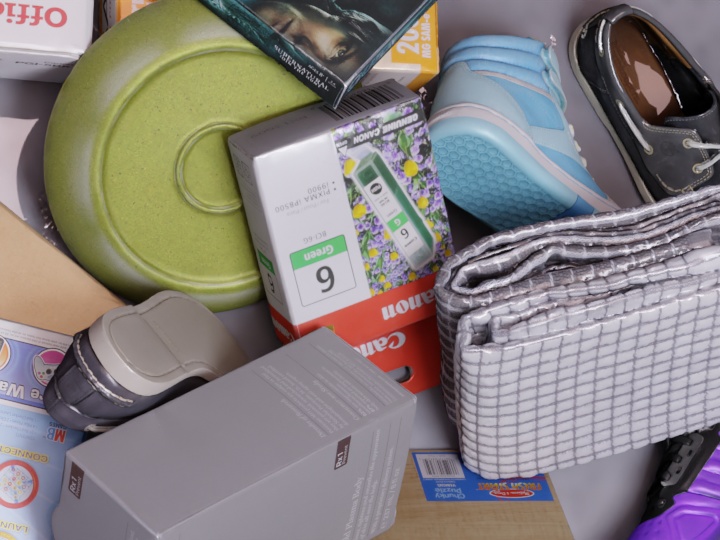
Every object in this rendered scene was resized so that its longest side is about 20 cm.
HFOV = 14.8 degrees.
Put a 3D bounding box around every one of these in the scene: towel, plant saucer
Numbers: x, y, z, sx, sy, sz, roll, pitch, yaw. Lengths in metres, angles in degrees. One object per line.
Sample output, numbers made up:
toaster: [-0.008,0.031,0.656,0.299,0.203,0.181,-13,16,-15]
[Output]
towel: [0.143,0.033,1.627,0.199,0.166,0.086,-16,57,-6]
plant saucer: [-0.084,-0.064,1.618,0.199,0.031,0.201,-6,111,-16]

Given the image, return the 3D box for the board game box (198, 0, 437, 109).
board game box: [-0.006,-0.200,1.619,0.135,0.028,0.200,38,58,6]

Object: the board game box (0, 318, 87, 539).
board game box: [-0.262,0.115,1.554,0.199,0.056,0.197,15,80,-12]

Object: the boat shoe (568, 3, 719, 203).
boat shoe: [0.206,-0.079,1.731,0.072,0.068,0.200,-37,93,-19]

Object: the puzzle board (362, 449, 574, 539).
puzzle board: [0.029,0.160,1.622,0.199,0.017,0.151,1,36,-16]

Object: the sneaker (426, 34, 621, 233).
sneaker: [0.118,-0.069,1.701,0.200,0.079,0.131,43,37,-32]

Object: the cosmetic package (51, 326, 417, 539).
cosmetic package: [-0.071,0.123,1.540,0.090,0.107,0.200,36,45,28]

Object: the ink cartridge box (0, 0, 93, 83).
ink cartridge box: [-0.230,-0.218,1.624,0.146,0.083,0.201,5,80,-15]

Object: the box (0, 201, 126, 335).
box: [-0.259,0.022,1.608,0.200,0.021,0.164,39,74,-6]

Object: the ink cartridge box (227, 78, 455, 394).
ink cartridge box: [0.000,0.000,1.623,0.109,0.050,0.201,-20,114,-16]

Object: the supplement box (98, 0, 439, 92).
supplement box: [-0.057,-0.175,1.670,0.199,0.074,0.127,1,80,-15]

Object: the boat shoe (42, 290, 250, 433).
boat shoe: [-0.120,0.058,1.574,0.063,0.200,0.073,-40,78,15]

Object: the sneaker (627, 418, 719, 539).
sneaker: [0.205,0.134,1.699,0.200,0.070,0.100,-28,82,-22]
